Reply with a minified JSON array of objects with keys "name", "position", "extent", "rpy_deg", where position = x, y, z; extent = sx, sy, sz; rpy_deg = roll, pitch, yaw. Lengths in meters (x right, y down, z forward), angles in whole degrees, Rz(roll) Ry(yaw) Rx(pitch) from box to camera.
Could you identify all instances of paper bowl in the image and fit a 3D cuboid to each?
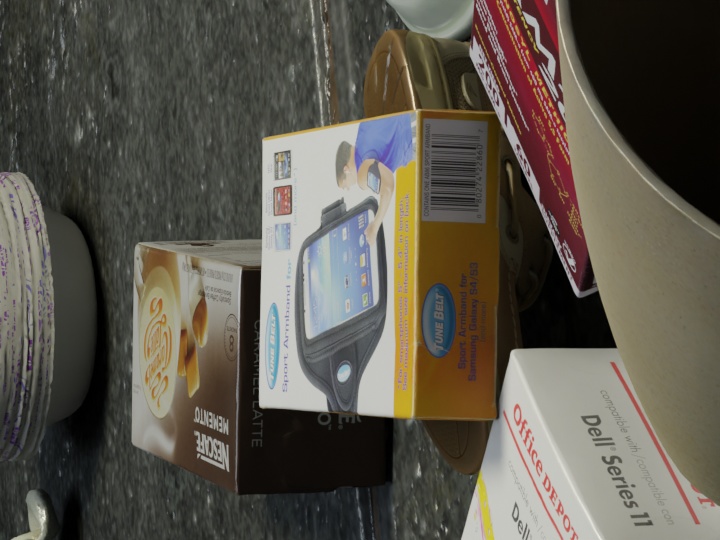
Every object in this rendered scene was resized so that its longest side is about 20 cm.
[{"name":"paper bowl","position":[-0.246,0.032,1.939],"extent":[0.201,0.104,0.202],"rpy_deg":[180,90,-71]}]

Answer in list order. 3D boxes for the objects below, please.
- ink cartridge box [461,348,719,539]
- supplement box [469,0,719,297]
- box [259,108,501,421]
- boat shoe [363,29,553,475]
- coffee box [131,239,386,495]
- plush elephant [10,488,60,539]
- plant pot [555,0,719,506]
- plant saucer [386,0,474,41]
[{"name":"ink cartridge box","position":[0.090,0.109,1.055],"extent":[0.117,0.067,0.201],"rpy_deg":[-115,30,-50]},{"name":"supplement box","position":[0.085,-0.075,0.950],"extent":[0.200,0.061,0.109],"rpy_deg":[89,159,-72]},{"name":"box","position":[0.000,0.000,1.150],"extent":[0.200,0.041,0.120],"rpy_deg":[176,95,-66]},{"name":"boat shoe","position":[0.051,-0.012,1.164],"extent":[0.071,0.064,0.201],"rpy_deg":[130,137,-57]},{"name":"coffee box","position":[-0.055,0.046,1.440],"extent":[0.200,0.079,0.115],"rpy_deg":[-166,76,-70]},{"name":"plush elephant","position":[-0.268,0.244,1.962],"extent":[0.155,0.199,0.165],"rpy_deg":[-41,64,37]},{"name":"plant pot","position":[0.138,-0.014,0.789],"extent":[0.200,0.186,0.188],"rpy_deg":[95,164,-57]},{"name":"plant saucer","position":[0.022,-0.203,1.259],"extent":[0.200,0.050,0.201],"rpy_deg":[179,90,-71]}]
